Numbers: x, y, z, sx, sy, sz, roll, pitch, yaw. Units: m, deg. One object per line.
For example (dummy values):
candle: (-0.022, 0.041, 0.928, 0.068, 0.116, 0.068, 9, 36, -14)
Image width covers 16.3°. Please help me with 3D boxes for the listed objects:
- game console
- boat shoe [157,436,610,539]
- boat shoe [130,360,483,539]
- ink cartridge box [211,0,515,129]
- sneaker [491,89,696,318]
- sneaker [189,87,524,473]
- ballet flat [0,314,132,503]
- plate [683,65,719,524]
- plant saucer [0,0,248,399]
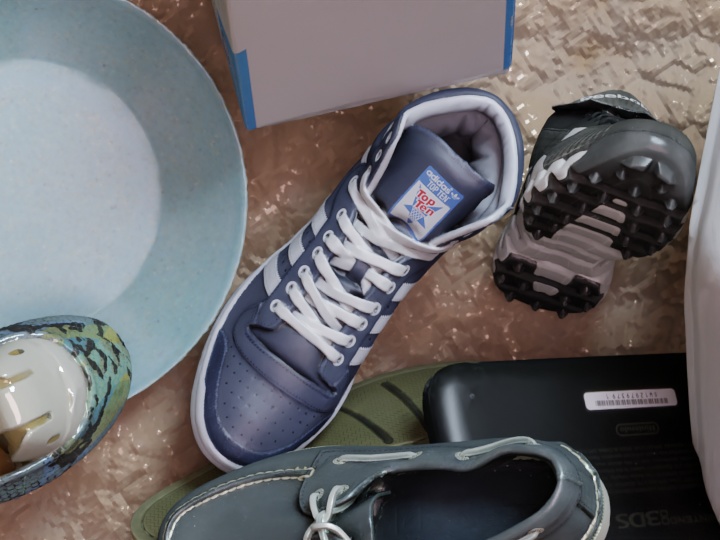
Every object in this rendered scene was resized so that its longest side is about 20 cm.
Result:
game console: (0.110, 0.139, 1.165, 0.199, 0.116, 0.177, -2, 69, -27)
boat shoe: (0.003, 0.101, 1.059, 0.199, 0.062, 0.073, -6, 71, 14)
boat shoe: (-0.007, 0.105, 1.161, 0.199, 0.075, 0.069, -23, 118, -13)
ink cartridge box: (-0.017, -0.188, 1.090, 0.124, 0.129, 0.201, -14, 64, -5)
sneaker: (0.106, -0.046, 1.117, 0.066, 0.200, 0.091, 19, 73, -4)
sneaker: (0.000, 0.000, 1.113, 0.070, 0.108, 0.200, 39, 70, -7)
ballet flat: (-0.171, 0.070, 1.054, 0.199, 0.074, 0.075, -27, 96, -30)
plate: (0.168, -0.012, 1.099, 0.032, 0.200, 0.201, 6, 52, 14)
plant saucer: (-0.151, -0.033, 1.138, 0.199, 0.039, 0.203, -1, 97, -6)
